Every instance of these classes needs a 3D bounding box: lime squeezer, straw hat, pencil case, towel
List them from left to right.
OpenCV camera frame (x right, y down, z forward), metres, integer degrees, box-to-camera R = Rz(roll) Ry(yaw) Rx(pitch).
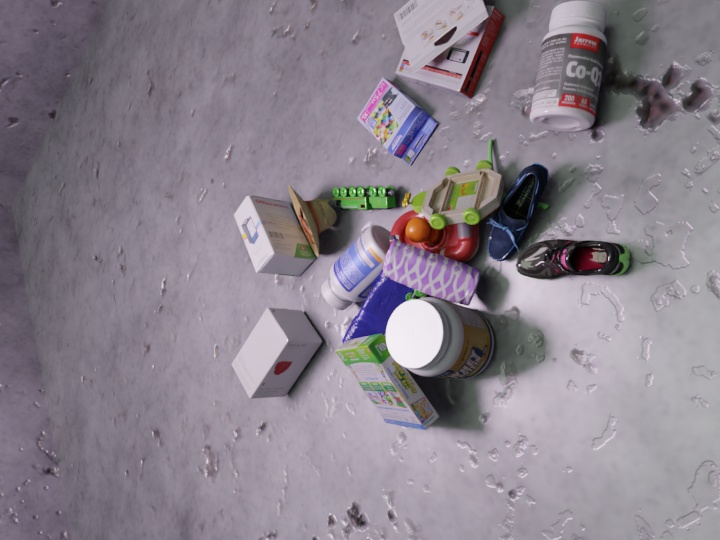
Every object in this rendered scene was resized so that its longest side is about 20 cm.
[{"bbox_3d":[-0.106,-0.139,1.439,0.084,0.202,0.202,-23,61,-8],"label":"straw hat"},{"bbox_3d":[0.066,0.109,1.255,0.147,0.050,0.201,29,107,1],"label":"towel"},{"bbox_3d":[0.139,0.003,1.141,0.198,0.086,0.085,22,107,4],"label":"pencil case"},{"bbox_3d":[0.284,-0.176,1.137,0.071,0.038,0.201,-47,55,27],"label":"lime squeezer"}]

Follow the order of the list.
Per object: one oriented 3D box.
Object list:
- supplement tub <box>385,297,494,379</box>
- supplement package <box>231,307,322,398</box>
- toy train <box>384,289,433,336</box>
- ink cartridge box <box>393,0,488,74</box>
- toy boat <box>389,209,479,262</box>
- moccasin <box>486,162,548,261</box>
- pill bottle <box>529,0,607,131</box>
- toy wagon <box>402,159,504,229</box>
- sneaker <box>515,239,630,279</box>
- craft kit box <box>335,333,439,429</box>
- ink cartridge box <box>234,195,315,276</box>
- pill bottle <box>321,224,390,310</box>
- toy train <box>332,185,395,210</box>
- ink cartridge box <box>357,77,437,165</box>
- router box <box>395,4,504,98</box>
[{"bbox_3d":[0.152,0.130,1.093,0.143,0.199,0.147,-10,74,36],"label":"supplement tub"},{"bbox_3d":[-0.214,0.210,1.459,0.120,0.121,0.201,50,116,35],"label":"supplement package"},{"bbox_3d":[0.097,0.112,1.204,0.201,0.056,0.042,-61,12,15],"label":"toy train"},{"bbox_3d":[0.175,-0.534,1.217,0.199,0.043,0.175,-29,65,34],"label":"ink cartridge box"},{"bbox_3d":[0.140,-0.077,1.188,0.199,0.130,0.132,-9,77,40],"label":"toy boat"},{"bbox_3d":[0.283,-0.107,1.080,0.080,0.068,0.202,25,117,21],"label":"moccasin"},{"bbox_3d":[0.376,-0.363,1.030,0.113,0.113,0.203,10,90,42],"label":"pill bottle"},{"bbox_3d":[0.178,-0.143,1.121,0.198,0.040,0.156,-7,43,32],"label":"toy wagon"},{"bbox_3d":[0.363,-0.025,1.011,0.199,0.083,0.078,-6,79,41],"label":"sneaker"},{"bbox_3d":[0.047,0.225,1.165,0.198,0.048,0.200,53,157,-5],"label":"craft kit box"},{"bbox_3d":[-0.227,-0.091,1.508,0.087,0.144,0.201,-44,59,32],"label":"ink cartridge box"},{"bbox_3d":[0.000,0.000,1.315,0.200,0.111,0.113,-43,58,28],"label":"pill bottle"},{"bbox_3d":[0.006,-0.173,1.374,0.199,0.041,0.057,7,106,46],"label":"toy train"},{"bbox_3d":[0.082,-0.350,1.343,0.120,0.042,0.200,-54,55,22],"label":"ink cartridge box"},{"bbox_3d":[0.191,-0.491,1.259,0.199,0.049,0.181,33,105,40],"label":"router box"}]
